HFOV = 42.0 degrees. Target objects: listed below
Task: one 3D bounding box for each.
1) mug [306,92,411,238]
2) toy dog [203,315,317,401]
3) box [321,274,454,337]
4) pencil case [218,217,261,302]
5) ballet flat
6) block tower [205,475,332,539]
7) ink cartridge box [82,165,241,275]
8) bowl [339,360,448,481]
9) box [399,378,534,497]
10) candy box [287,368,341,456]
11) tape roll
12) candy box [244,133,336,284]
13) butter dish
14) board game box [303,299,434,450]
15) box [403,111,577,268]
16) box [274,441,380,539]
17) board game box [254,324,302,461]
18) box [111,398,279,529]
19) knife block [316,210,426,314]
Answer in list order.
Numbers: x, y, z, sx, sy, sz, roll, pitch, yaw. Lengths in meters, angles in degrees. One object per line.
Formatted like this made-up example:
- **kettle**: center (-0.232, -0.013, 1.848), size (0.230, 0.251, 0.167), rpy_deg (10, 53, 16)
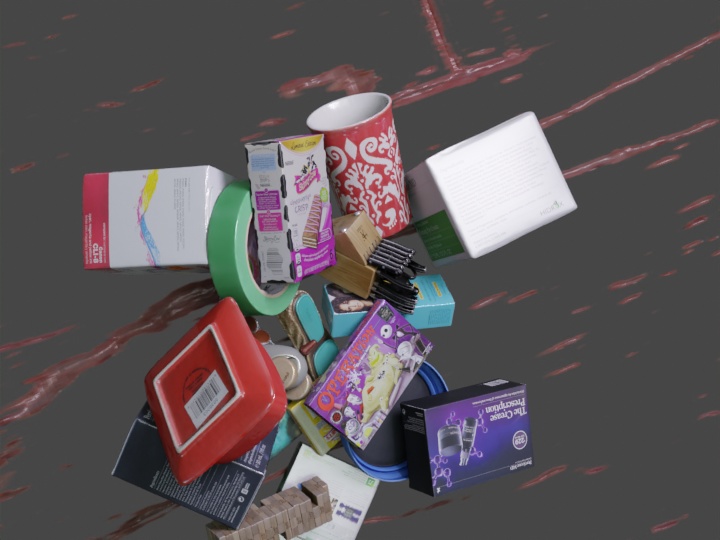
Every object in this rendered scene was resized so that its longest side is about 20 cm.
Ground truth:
- **mug**: center (0.017, -0.171, 1.481), size (0.178, 0.133, 0.200), rpy_deg (-51, 133, -46)
- **toy dog**: center (-0.146, 0.111, 1.414), size (0.200, 0.132, 0.096), rpy_deg (35, 81, -2)
- **box**: center (0.043, 0.055, 1.506), size (0.200, 0.082, 0.049), rpy_deg (-5, 127, -14)
- **pencil case**: center (-0.174, -0.039, 1.470), size (0.087, 0.087, 0.200), rpy_deg (4, 83, -12)
- **ballet flat**: center (-0.081, 0.115, 1.487), size (0.071, 0.065, 0.200), rpy_deg (-41, 122, -39)
- **block tower**: center (-0.134, 0.375, 1.398), size (0.200, 0.054, 0.058), rpy_deg (-20, 112, -28)
- **ink cartridge box**: center (-0.284, -0.069, 1.385), size (0.200, 0.145, 0.145), rpy_deg (-2, 85, 16)
- **bowl**: center (0.054, 0.234, 1.494), size (0.200, 0.039, 0.201), rpy_deg (-2, 95, -31)
- **box**: center (0.172, 0.264, 1.495), size (0.200, 0.079, 0.141), rpy_deg (-10, 97, -29)
- **candy box**: center (-0.018, 0.190, 1.487), size (0.200, 0.026, 0.102), rpy_deg (-40, 117, -22)
- **tape roll**: center (-0.148, -0.034, 1.367), size (0.048, 0.200, 0.201), rpy_deg (-1, 85, 24)
- **candy box**: center (-0.097, -0.092, 1.351), size (0.061, 0.136, 0.200), rpy_deg (-1, 102, 26)
- **butter dish**: center (-0.176, 0.175, 1.291), size (0.200, 0.200, 0.148), rpy_deg (-43, 140, 17)
- **board game box**: center (0.015, 0.158, 1.430), size (0.120, 0.032, 0.200), rpy_deg (41, 73, -17)
- **box**: center (0.193, -0.123, 1.496), size (0.200, 0.199, 0.171), rpy_deg (-25, 91, -13)
- **box**: center (-0.073, 0.392, 1.489), size (0.144, 0.036, 0.200), rpy_deg (26, 80, -9)
- **board game box**: center (-0.164, 0.189, 1.487), size (0.135, 0.028, 0.200), rpy_deg (-40, 94, -11)
- **box**: center (-0.238, 0.264, 1.383), size (0.200, 0.148, 0.107), rpy_deg (24, 109, -5)
- **knife block**: center (0.000, 0.000, 1.474), size (0.176, 0.200, 0.064), rpy_deg (58, 44, -21)
